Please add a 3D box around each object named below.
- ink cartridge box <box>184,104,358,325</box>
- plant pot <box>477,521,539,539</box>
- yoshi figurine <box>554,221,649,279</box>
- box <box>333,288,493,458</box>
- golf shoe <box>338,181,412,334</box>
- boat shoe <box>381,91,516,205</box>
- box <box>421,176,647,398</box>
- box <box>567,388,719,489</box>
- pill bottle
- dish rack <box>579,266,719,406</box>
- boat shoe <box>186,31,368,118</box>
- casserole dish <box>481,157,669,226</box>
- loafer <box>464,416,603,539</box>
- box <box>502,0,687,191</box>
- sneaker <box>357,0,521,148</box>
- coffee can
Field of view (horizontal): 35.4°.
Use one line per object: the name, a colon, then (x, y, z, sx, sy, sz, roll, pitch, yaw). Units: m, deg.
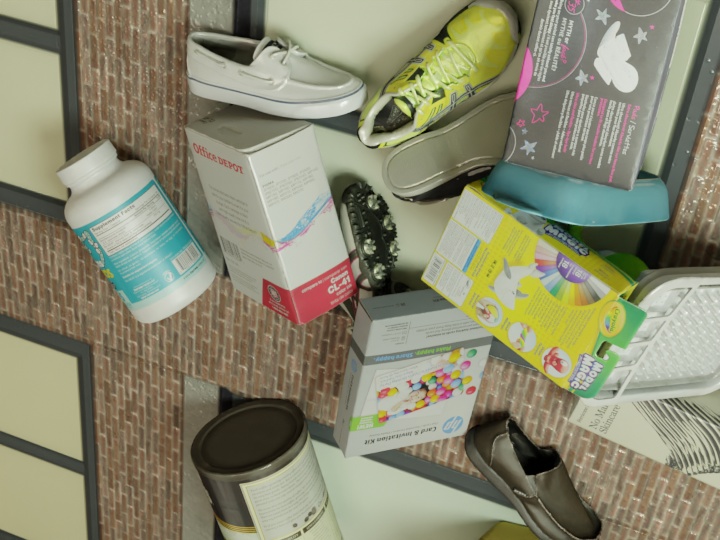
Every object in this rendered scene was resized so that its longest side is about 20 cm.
ink cartridge box: (-0.093, -0.062, 1.178, 0.148, 0.086, 0.200, 28, 138, 51)
plant pot: (0.202, 0.417, 1.337, 0.200, 0.176, 0.200, 10, 125, 18)
yoshi figurine: (0.206, -0.011, 1.102, 0.200, 0.112, 0.113, 26, 122, 3)
box: (0.060, 0.109, 1.228, 0.156, 0.041, 0.200, -7, 131, -23)
golf shoe: (0.000, 0.000, 1.222, 0.088, 0.077, 0.200, 1, 121, 31)
boat shoe: (0.121, -0.114, 1.099, 0.200, 0.060, 0.074, -23, 70, 15)
box: (0.161, 0.016, 1.032, 0.200, 0.048, 0.117, 40, 126, 22)
box: (0.326, 0.153, 1.176, 0.200, 0.068, 0.082, 22, 127, 9)
pill bottle: (-0.260, -0.048, 1.284, 0.111, 0.111, 0.200, -20, 110, 33)
dish rack: (0.306, 0.055, 1.076, 0.200, 0.044, 0.172, -1, 133, -28)
boat shoe: (-0.089, -0.200, 1.130, 0.200, 0.074, 0.065, 9, 129, 18)
casserole dish: (0.199, -0.076, 1.019, 0.121, 0.200, 0.039, 25, 112, 42)
loafer: (0.207, 0.244, 1.286, 0.200, 0.073, 0.071, 42, 128, -6)
box: (0.206, -0.187, 0.950, 0.115, 0.132, 0.200, 16, 114, 13)
sneaker: (0.074, -0.176, 1.070, 0.075, 0.076, 0.200, 44, 127, -5)
coffee can: (-0.113, 0.284, 1.411, 0.146, 0.146, 0.200, -1, 120, 25)
